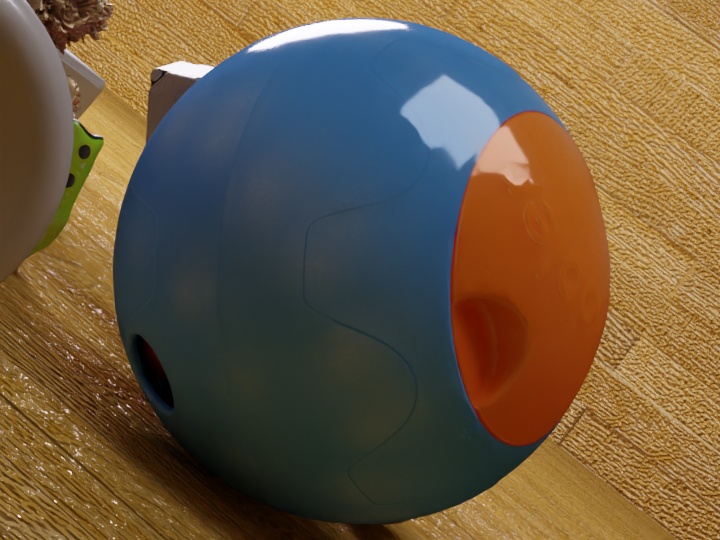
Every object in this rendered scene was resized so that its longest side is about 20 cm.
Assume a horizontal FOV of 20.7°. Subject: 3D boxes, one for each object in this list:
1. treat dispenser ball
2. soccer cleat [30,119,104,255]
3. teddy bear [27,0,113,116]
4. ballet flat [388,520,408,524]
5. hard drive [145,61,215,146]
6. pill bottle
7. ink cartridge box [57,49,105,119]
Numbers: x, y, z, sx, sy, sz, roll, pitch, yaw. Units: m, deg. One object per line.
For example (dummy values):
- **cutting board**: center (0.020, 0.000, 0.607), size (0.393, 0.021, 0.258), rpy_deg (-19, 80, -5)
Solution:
- **treat dispenser ball**: center (0.000, 0.000, 0.792), size (0.200, 0.201, 0.201), rpy_deg (37, 2, -2)
- **soccer cleat**: center (-0.189, -0.078, 0.961), size (0.200, 0.081, 0.067), rpy_deg (39, 3, 42)
- **teddy bear**: center (-0.187, -0.101, 0.889), size (0.200, 0.145, 0.067), rpy_deg (39, -28, 29)
- **ballet flat**: center (0.016, 0.091, 0.996), size (0.063, 0.068, 0.200), rpy_deg (56, -2, -19)
- **hard drive**: center (-0.017, -0.014, 0.944), size (0.199, 0.141, 0.038), rpy_deg (17, 22, 29)
- **pill bottle**: center (-0.162, -0.062, 0.632), size (0.116, 0.116, 0.200), rpy_deg (36, 3, -23)
- **ink cartridge box**: center (-0.277, -0.159, 1.160), size (0.200, 0.084, 0.175), rpy_deg (38, 1, 29)
